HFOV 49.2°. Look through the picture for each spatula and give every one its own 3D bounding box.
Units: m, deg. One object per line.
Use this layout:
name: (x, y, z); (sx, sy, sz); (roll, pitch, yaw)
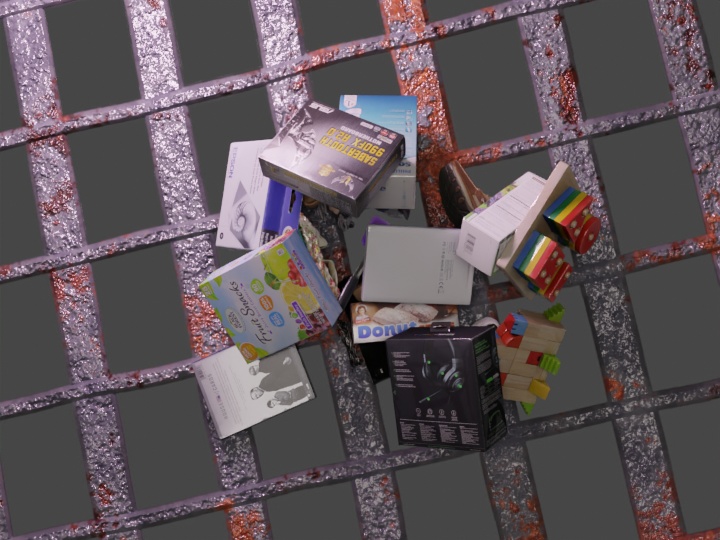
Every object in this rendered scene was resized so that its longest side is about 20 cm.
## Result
spatula: (0.000, 0.000, 1.395); (0.056, 0.021, 0.203); (31, 83, -13)

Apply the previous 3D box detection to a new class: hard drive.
hard drive: (0.103, -0.009, 1.382); (0.195, 0.025, 0.135); (2, 103, -10)

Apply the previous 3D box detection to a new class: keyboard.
keyboard: (0.004, 0.109, 1.455); (0.102, 0.040, 0.204); (-19, 83, -21)

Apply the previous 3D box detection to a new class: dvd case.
dvd case: (-0.198, 0.204, 1.461); (0.197, 0.025, 0.153); (-23, 85, 3)

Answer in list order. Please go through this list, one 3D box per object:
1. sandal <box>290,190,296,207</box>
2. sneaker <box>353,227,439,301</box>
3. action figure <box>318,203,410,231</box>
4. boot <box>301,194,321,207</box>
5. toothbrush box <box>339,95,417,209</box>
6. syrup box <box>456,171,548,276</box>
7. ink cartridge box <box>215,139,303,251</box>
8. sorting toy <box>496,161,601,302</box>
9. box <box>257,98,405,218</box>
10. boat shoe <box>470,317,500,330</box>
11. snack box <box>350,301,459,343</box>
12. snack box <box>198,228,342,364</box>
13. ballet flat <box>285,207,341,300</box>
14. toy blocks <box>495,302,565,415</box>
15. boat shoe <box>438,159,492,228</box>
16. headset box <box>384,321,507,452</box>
sandal: (-0.129, -0.134, 1.454); (0.053, 0.082, 0.205); (7, 89, -15)
sneaker: (0.087, 0.015, 1.427); (0.199, 0.067, 0.091); (-36, 96, -1)
action figure: (-0.006, -0.136, 1.438); (0.195, 0.070, 0.133); (1, 71, -5)
boot: (-0.088, -0.200, 1.405); (0.072, 0.076, 0.203); (-17, 48, 21)
toothbrush box: (0.029, -0.212, 1.395); (0.143, 0.086, 0.203); (0, 53, 3)
syrup box: (0.258, -0.083, 1.350); (0.081, 0.080, 0.199); (34, 50, 27)
ink cartridge box: (-0.180, -0.133, 1.415); (0.198, 0.040, 0.204); (4, 85, 46)
sorting toy: (0.336, -0.050, 1.345); (0.069, 0.200, 0.201); (32, 88, 31)
box: (-0.046, -0.190, 1.303); (0.197, 0.049, 0.159); (26, 60, 23)
boat shoe: (0.176, 0.162, 1.415); (0.199, 0.066, 0.072); (-38, 85, 1)
snack box: (0.081, 0.088, 1.430); (0.195, 0.024, 0.074); (-5, 84, -7)
snack box: (-0.156, 0.049, 1.363); (0.198, 0.068, 0.171); (-25, 104, 29)
ballet flat: (-0.082, -0.019, 1.415); (0.063, 0.075, 0.204); (-17, 91, -29)
toy blocks: (0.263, 0.145, 1.367); (0.134, 0.100, 0.204); (11, 113, -16)
boat shoe: (0.210, -0.105, 1.434); (0.073, 0.075, 0.203); (-23, 87, -28)
headset box: (0.143, 0.189, 1.330); (0.171, 0.092, 0.205); (-5, 97, 36)
